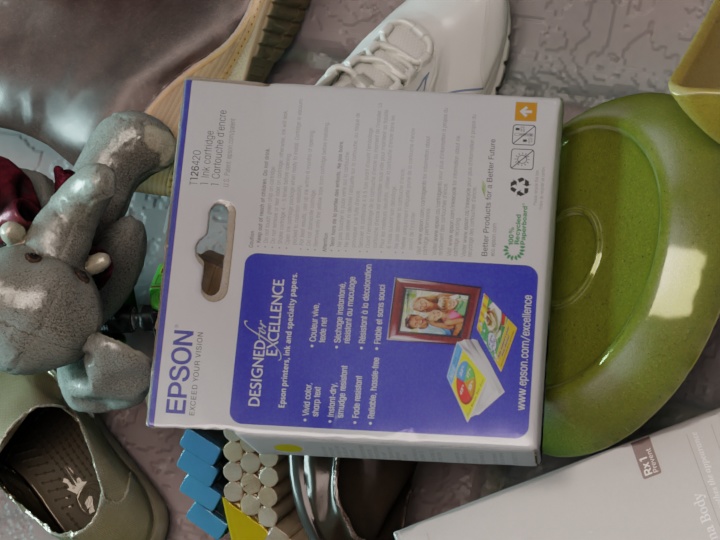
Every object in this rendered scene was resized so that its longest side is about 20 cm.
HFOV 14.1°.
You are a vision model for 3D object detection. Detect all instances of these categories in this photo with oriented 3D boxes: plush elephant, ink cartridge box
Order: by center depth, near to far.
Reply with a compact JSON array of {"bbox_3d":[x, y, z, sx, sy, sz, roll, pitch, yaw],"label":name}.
[{"bbox_3d":[0.000,0.000,1.509,0.200,0.047,0.198,3,69,7],"label":"ink cartridge box"},{"bbox_3d":[-0.174,-0.007,1.527,0.155,0.165,0.200,16,83,61],"label":"plush elephant"}]

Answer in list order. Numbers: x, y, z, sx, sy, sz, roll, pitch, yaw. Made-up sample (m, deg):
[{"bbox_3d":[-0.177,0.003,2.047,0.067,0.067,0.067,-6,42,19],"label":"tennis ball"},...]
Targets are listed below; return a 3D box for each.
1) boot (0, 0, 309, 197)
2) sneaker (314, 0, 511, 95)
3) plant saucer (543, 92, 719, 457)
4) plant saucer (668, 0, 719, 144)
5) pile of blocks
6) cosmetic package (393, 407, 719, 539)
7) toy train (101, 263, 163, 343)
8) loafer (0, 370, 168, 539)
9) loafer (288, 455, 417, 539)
[{"bbox_3d":[-0.125,-0.149,1.667,0.166,0.072,0.200,22,87,14],"label":"boot"},{"bbox_3d":[0.011,-0.091,1.611,0.074,0.087,0.200,36,85,22],"label":"sneaker"},{"bbox_3d":[0.117,-0.003,1.526,0.200,0.031,0.200,-30,50,44],"label":"plant saucer"},{"bbox_3d":[0.273,-0.101,1.512,0.200,0.200,0.049,4,113,16],"label":"plant saucer"},{"bbox_3d":[-0.065,0.082,1.581,0.082,0.062,0.200,-3,100,19],"label":"pile of blocks"},{"bbox_3d":[0.129,0.153,1.514,0.200,0.090,0.107,-22,74,5],"label":"cosmetic package"},{"bbox_3d":[-0.091,0.020,1.626,0.200,0.056,0.042,-1,120,10],"label":"toy train"},{"bbox_3d":[-0.185,0.086,1.625,0.200,0.068,0.076,42,89,21],"label":"loafer"},{"bbox_3d":[0.015,0.060,1.547,0.071,0.073,0.200,-4,72,40],"label":"loafer"}]
